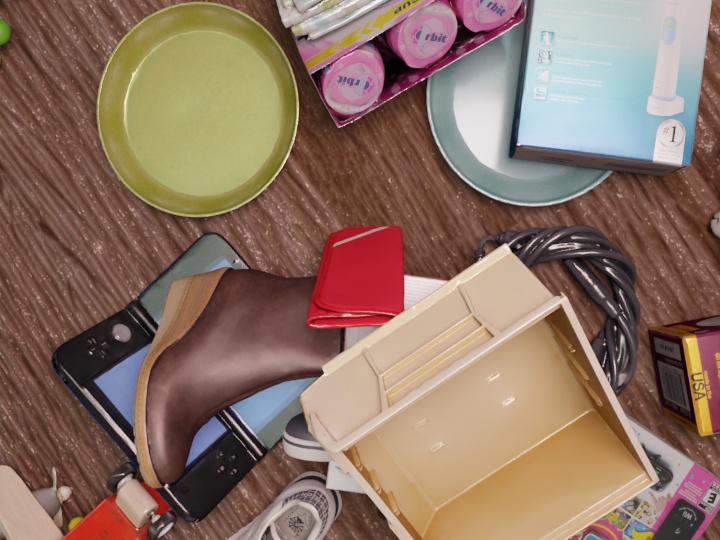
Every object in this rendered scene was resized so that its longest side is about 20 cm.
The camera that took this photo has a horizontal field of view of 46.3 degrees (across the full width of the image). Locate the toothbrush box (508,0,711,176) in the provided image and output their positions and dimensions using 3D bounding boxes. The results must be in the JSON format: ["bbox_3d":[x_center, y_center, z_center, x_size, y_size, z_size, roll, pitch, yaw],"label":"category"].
[{"bbox_3d":[0.212,-0.192,0.719,0.144,0.085,0.204,6,92,5],"label":"toothbrush box"}]

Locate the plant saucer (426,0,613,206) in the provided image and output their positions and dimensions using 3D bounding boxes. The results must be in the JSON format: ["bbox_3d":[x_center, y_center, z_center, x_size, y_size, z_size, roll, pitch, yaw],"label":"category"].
[{"bbox_3d":[0.160,-0.160,0.784,0.196,0.036,0.204,0,90,4],"label":"plant saucer"}]

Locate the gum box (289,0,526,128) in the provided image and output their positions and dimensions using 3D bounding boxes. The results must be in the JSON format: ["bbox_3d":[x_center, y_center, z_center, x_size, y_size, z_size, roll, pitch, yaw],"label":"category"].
[{"bbox_3d":[0.040,-0.227,0.745,0.198,0.066,0.114,-29,44,6],"label":"gum box"}]

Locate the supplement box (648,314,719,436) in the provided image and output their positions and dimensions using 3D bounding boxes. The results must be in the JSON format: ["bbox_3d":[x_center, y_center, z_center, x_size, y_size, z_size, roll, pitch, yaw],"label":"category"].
[{"bbox_3d":[0.369,0.078,0.733,0.196,0.110,0.087,-11,90,4],"label":"supplement box"}]

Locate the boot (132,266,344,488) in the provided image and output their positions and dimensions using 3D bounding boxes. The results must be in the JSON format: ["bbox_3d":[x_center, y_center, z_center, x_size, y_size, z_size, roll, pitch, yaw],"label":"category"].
[{"bbox_3d":[-0.098,0.085,0.715,0.163,0.073,0.203,0,59,9],"label":"boot"}]

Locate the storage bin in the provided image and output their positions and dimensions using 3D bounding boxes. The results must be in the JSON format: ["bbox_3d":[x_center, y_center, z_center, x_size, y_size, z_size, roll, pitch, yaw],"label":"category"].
[{"bbox_3d":[0.087,0.122,0.631,0.197,0.094,0.201,-33,122,3],"label":"storage bin"}]

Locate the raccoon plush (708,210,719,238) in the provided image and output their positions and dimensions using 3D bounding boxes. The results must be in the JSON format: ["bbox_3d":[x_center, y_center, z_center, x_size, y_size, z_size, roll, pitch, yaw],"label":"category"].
[{"bbox_3d":[0.384,-0.061,0.703,0.095,0.199,0.137,-7,91,-27],"label":"raccoon plush"}]

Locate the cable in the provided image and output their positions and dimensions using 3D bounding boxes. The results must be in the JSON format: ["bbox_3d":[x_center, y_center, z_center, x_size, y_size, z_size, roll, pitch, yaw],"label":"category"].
[{"bbox_3d":[0.180,0.061,0.784,0.160,0.051,0.204,-2,92,-2],"label":"cable"}]

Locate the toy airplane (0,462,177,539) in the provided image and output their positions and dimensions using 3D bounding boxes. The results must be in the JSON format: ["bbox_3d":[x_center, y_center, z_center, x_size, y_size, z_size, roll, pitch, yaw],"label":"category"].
[{"bbox_3d":[-0.261,0.282,0.772,0.195,0.142,0.203,4,58,-8],"label":"toy airplane"}]

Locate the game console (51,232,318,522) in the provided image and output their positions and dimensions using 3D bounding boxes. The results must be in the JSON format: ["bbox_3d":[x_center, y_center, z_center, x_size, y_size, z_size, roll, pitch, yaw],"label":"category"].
[{"bbox_3d":[-0.146,0.091,0.776,0.200,0.171,0.118,47,120,3],"label":"game console"}]

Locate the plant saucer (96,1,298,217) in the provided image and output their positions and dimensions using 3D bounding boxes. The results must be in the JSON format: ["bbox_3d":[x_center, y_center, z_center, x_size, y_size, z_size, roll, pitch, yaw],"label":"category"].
[{"bbox_3d":[-0.154,-0.153,0.811,0.196,0.031,0.204,0,91,5],"label":"plant saucer"}]

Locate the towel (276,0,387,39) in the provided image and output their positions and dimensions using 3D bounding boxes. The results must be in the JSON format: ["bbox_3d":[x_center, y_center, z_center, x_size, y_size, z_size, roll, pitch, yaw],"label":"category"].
[{"bbox_3d":[0.006,-0.295,0.738,0.198,0.048,0.172,-27,44,5],"label":"towel"}]

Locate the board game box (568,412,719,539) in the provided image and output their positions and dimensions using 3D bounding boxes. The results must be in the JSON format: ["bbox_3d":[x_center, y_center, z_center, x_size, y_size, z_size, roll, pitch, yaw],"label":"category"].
[{"bbox_3d":[0.212,0.233,0.754,0.146,0.064,0.202,32,95,-13],"label":"board game box"}]

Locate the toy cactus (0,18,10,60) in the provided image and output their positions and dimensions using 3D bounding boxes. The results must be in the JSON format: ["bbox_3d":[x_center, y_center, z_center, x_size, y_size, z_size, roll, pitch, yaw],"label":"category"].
[{"bbox_3d":[-0.410,-0.258,0.808,0.164,0.102,0.202,31,102,13],"label":"toy cactus"}]

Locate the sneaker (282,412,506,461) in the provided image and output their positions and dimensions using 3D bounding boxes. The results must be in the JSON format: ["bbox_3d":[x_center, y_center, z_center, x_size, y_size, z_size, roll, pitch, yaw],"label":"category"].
[{"bbox_3d":[0.029,0.105,0.713,0.196,0.078,0.081,-8,101,-10],"label":"sneaker"}]

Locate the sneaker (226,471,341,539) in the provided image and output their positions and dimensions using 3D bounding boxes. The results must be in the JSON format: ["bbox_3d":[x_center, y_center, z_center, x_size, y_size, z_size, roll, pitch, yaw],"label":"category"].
[{"bbox_3d":[-0.097,0.278,0.789,0.076,0.080,0.201,36,95,2],"label":"sneaker"}]

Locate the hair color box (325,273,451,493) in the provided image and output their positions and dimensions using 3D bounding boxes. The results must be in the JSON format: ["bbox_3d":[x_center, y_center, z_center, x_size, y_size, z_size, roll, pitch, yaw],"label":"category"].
[{"bbox_3d":[0.034,0.104,0.784,0.109,0.064,0.204,8,90,2],"label":"hair color box"}]

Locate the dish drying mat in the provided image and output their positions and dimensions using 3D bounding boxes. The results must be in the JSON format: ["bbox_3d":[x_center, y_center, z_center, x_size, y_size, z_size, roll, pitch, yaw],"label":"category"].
[{"bbox_3d":[0.000,0.000,0.720,0.075,0.200,0.019,-2,110,4],"label":"dish drying mat"}]
